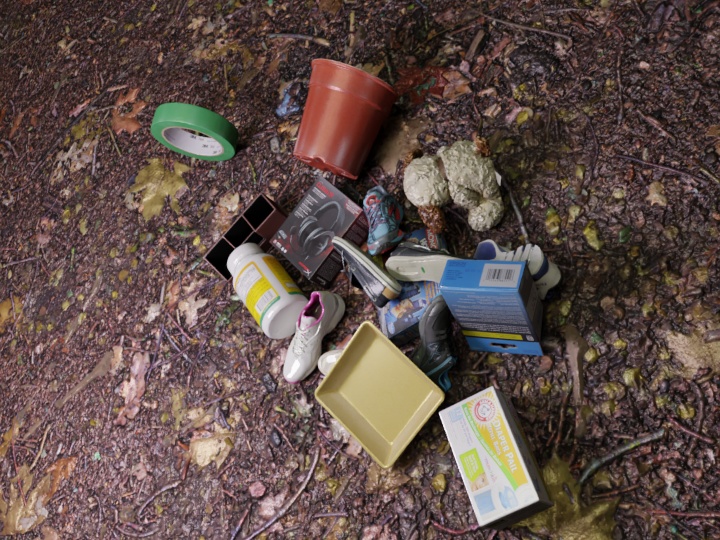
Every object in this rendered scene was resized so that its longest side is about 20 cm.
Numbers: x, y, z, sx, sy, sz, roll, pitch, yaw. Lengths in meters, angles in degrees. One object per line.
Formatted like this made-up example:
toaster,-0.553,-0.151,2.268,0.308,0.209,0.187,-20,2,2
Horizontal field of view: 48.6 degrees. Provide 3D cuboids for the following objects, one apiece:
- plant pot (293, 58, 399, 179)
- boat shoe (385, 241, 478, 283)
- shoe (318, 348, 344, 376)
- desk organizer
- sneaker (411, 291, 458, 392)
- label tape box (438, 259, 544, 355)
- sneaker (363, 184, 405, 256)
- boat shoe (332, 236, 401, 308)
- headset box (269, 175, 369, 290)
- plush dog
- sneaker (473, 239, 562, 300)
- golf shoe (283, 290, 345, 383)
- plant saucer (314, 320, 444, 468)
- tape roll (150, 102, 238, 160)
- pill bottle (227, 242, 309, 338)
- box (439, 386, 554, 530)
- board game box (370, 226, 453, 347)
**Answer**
plant pot,-0.043,-0.308,1.672,0.199,0.200,0.198,19,89,32
boat shoe,0.144,-0.017,1.449,0.197,0.073,0.068,8,44,32
shoe,-0.002,0.187,1.534,0.197,0.053,0.071,7,75,30
desk organizer,-0.246,-0.067,1.750,0.200,0.077,0.072,-47,57,5
sneaker,0.145,0.128,1.433,0.081,0.073,0.203,25,124,25
label tape box,0.235,0.064,1.378,0.142,0.201,0.064,3,56,29
sneaker,0.031,-0.102,1.547,0.078,0.096,0.201,-27,23,15
boat shoe,0.000,0.000,1.523,0.063,0.074,0.200,-53,52,9
headset box,-0.072,-0.088,1.663,0.149,0.077,0.201,41,95,34
plush dog,0.165,-0.172,1.500,0.169,0.161,0.203,-19,64,2
sneaker,0.289,0.008,1.430,0.199,0.114,0.082,10,72,61
golf shoe,-0.109,0.128,1.594,0.075,0.091,0.202,24,86,31
plant saucer,0.039,0.222,1.454,0.200,0.048,0.201,43,115,16
tape roll,-0.383,-0.319,1.847,0.197,0.200,0.049,4,72,29
pill bottle,-0.198,0.037,1.663,0.113,0.113,0.200,-45,57,6
box,0.226,0.313,1.333,0.111,0.101,0.202,-29,60,16
board game box,0.127,0.025,1.521,0.197,0.062,0.203,-17,64,21
